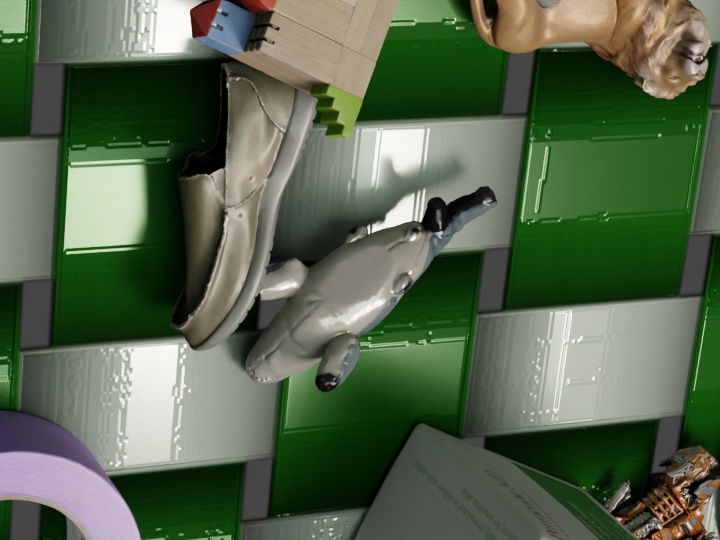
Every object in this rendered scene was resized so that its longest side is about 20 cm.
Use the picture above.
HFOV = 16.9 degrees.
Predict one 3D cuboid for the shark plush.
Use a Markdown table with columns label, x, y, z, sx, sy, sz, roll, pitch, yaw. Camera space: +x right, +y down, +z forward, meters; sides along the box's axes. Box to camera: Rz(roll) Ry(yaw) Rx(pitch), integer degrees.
| label | x | y | z | sx | sy | sz | roll | pitch | yaw |
| --- | --- | --- | --- | --- | --- | --- | --- | --- | --- |
| shark plush | 0.000 | 0.000 | 1.623 | 0.091 | 0.083 | 0.200 | 40 | 79 | 9 |

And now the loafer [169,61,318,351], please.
| label | x | y | z | sx | sy | sz | roll | pitch | yaw |
| --- | --- | --- | --- | --- | --- | --- | --- | --- | --- |
| loafer | -0.089 | -0.047 | 1.556 | 0.069 | 0.075 | 0.201 | 15 | 100 | -18 |

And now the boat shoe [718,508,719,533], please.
| label | x | y | z | sx | sy | sz | roll | pitch | yaw |
| --- | --- | --- | --- | --- | --- | --- | --- | --- | --- |
| boat shoe | 0.327 | 0.223 | 1.870 | 0.065 | 0.074 | 0.203 | -29 | 126 | -18 |

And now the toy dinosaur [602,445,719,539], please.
| label | x | y | z | sx | sy | sz | roll | pitch | yaw |
| --- | --- | --- | --- | --- | --- | --- | --- | --- | --- |
| toy dinosaur | 0.217 | 0.229 | 1.824 | 0.135 | 0.102 | 0.200 | 34 | 114 | -18 |

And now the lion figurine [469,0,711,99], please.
| label | x | y | z | sx | sy | sz | roll | pitch | yaw |
| --- | --- | --- | --- | --- | --- | --- | --- | --- | --- |
| lion figurine | 0.142 | -0.175 | 1.612 | 0.199 | 0.073 | 0.123 | 2 | 125 | -11 |

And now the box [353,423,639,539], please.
| label | x | y | z | sx | sy | sz | roll | pitch | yaw |
| --- | --- | --- | --- | --- | --- | --- | --- | --- | --- |
| box | 0.097 | 0.251 | 1.694 | 0.171 | 0.199 | 0.201 | 22 | 100 | -31 |

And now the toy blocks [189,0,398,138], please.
| label | x | y | z | sx | sy | sz | roll | pitch | yaw |
| --- | --- | --- | --- | --- | --- | --- | --- | --- | --- |
| toy blocks | -0.040 | -0.199 | 1.481 | 0.136 | 0.100 | 0.201 | 23 | 82 | -24 |

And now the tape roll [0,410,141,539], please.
| label | x | y | z | sx | sy | sz | roll | pitch | yaw |
| --- | --- | --- | --- | --- | --- | --- | --- | --- | --- |
| tape roll | -0.245 | 0.195 | 1.586 | 0.199 | 0.066 | 0.201 | -10 | 115 | -21 |
